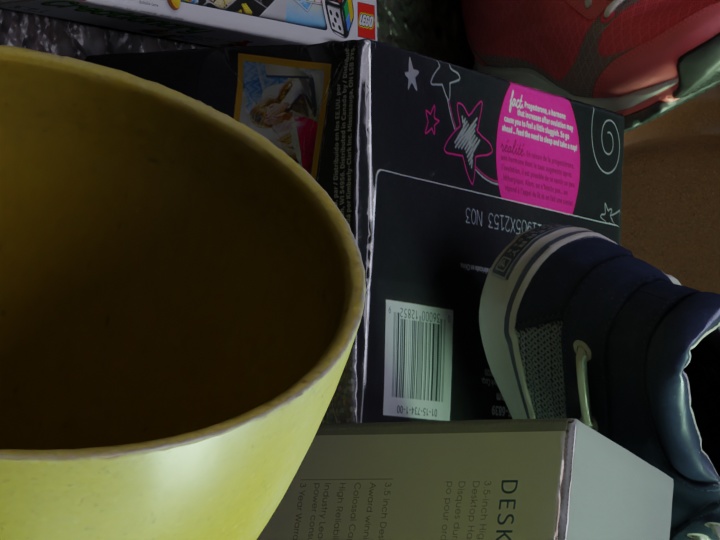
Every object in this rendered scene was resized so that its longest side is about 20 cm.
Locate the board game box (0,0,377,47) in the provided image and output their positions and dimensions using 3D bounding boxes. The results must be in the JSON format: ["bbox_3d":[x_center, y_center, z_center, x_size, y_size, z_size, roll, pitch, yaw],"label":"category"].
[{"bbox_3d":[-0.057,-0.143,1.021,0.200,0.035,0.127,3,84,-60],"label":"board game box"}]

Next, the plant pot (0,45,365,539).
[{"bbox_3d":[-0.109,0.047,0.793,0.200,0.200,0.142,-42,150,-53],"label":"plant pot"}]

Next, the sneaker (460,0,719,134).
[{"bbox_3d":[0.086,-0.104,1.147,0.074,0.200,0.087,-29,104,-21],"label":"sneaker"}]

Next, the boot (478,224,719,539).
[{"bbox_3d":[0.107,0.077,0.968,0.073,0.090,0.200,-42,128,-18],"label":"boot"}]

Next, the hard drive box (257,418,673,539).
[{"bbox_3d":[-0.015,0.130,0.907,0.077,0.199,0.156,32,61,-55],"label":"hard drive box"}]

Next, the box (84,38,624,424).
[{"bbox_3d":[0.000,0.000,1.030,0.200,0.114,0.133,9,81,-60],"label":"box"}]

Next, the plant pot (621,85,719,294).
[{"bbox_3d":[0.133,0.010,1.191,0.028,0.199,0.200,76,26,-56],"label":"plant pot"}]

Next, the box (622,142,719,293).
[{"bbox_3d":[0.173,0.028,1.306,0.160,0.044,0.200,56,14,31],"label":"box"}]
